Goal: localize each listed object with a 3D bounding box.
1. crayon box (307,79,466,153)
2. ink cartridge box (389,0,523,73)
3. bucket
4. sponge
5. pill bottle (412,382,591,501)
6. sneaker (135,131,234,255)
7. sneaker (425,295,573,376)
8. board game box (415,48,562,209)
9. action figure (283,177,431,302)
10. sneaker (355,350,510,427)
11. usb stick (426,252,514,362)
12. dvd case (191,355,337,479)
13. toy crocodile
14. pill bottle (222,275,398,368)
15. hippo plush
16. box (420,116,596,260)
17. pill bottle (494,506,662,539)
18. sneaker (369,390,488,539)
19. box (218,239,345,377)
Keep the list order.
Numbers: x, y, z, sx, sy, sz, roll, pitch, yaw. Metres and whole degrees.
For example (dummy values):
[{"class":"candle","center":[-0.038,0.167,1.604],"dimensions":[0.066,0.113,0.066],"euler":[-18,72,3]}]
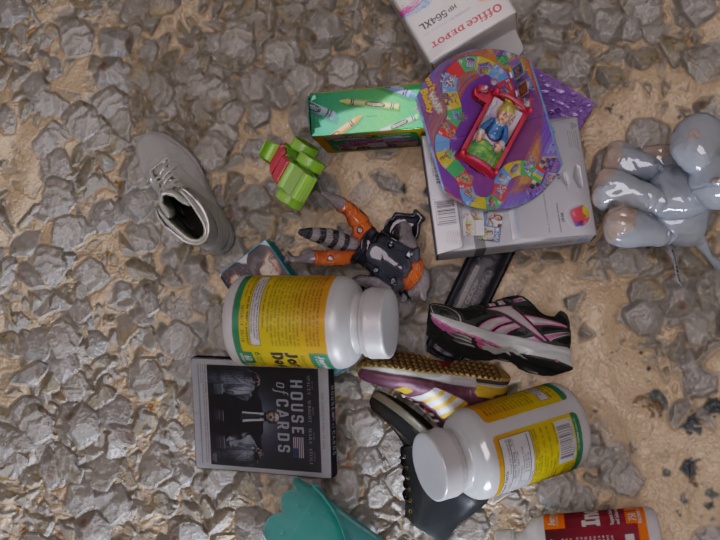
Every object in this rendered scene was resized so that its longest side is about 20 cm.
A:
[{"class":"crayon box","center":[0.040,-0.196,1.461],"dimensions":[0.199,0.119,0.059],"euler":[-4,85,8]},{"class":"ink cartridge box","center":[0.114,-0.345,1.457],"dimensions":[0.128,0.125,0.201],"euler":[-30,81,5]},{"class":"bucket","center":[-0.072,0.376,1.399],"dimensions":[0.134,0.207,0.208],"euler":[27,90,6]},{"class":"sponge","center":[0.207,-0.160,1.462],"dimensions":[0.111,0.030,0.201],"euler":[30,80,9]},{"class":"pill bottle","center":[0.169,0.212,1.372],"dimensions":[0.199,0.113,0.114],"euler":[-13,83,-24]},{"class":"sneaker","center":[-0.246,-0.113,1.503],"dimensions":[0.074,0.116,0.200],"euler":[-39,80,6]},{"class":"sneaker","center":[0.177,0.069,1.438],"dimensions":[0.199,0.080,0.087],"euler":[17,66,-13]},{"class":"board game box","center":[0.160,-0.175,1.369],"dimensions":[0.157,0.039,0.201],"euler":[-15,86,-10]},{"class":"action figure","center":[0.000,0.000,1.454],"dimensions":[0.192,0.105,0.201],"euler":[22,94,-6]},{"class":"sneaker","center":[0.089,0.159,1.432],"dimensions":[0.199,0.075,0.091],"euler":[8,105,-5]},{"class":"usb stick","center":[0.148,0.024,1.471],"dimensions":[0.055,0.033,0.201],"euler":[26,90,2]},{"class":"dvd case","center":[-0.127,0.189,1.473],"dimensions":[0.199,0.025,0.151],"euler":[0,96,22]},{"class":"toy crocodile","center":[-0.090,-0.130,1.450],"dimensions":[0.062,0.200,0.068],"euler":[28,103,-17]},{"class":"pill bottle","center":[-0.059,0.063,1.390],"dimensions":[0.199,0.113,0.114],"euler":[0,86,17]},{"class":"hippo plush","center":[0.384,-0.095,1.352],"dimensions":[0.159,0.161,0.201],"euler":[-20,78,-31]},{"class":"box","center":[0.183,-0.103,1.414],"dimensions":[0.199,0.041,0.157],"euler":[-8,79,1]},{"class":"pill bottle","center":[0.267,0.354,1.386],"dimensions":[0.199,0.113,0.114],"euler":[-7,85,8]},{"class":"sneaker","center":[0.066,0.251,1.445],"dimensions":[0.200,0.075,0.106],"euler":[43,93,8]},{"class":"box","center":[-0.096,0.063,1.498],"dimensions":[0.082,0.049,0.200],"euler":[-36,82,4]}]
